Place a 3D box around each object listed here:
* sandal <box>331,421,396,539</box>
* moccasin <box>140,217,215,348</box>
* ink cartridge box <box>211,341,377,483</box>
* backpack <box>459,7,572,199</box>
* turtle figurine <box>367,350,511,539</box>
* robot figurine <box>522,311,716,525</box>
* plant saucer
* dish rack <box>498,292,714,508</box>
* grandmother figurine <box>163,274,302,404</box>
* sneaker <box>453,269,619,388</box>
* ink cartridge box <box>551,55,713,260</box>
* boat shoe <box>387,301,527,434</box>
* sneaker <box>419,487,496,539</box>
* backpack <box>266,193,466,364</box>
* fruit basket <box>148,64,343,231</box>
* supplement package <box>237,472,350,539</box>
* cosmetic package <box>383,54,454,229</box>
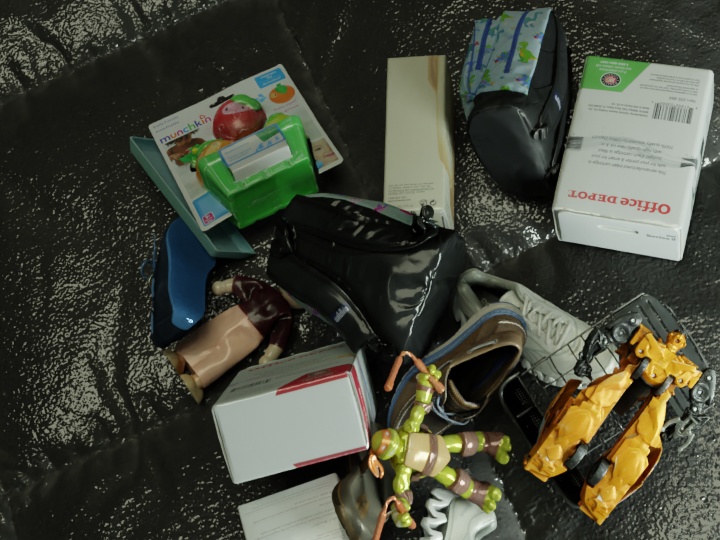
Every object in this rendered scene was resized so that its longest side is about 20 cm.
[{"bbox_3d":[0.017,0.210,1.580,0.054,0.200,0.082,-29,97,17],"label":"sandal"},{"bbox_3d":[-0.214,0.010,1.748,0.068,0.080,0.201,-47,18,25],"label":"moccasin"},{"bbox_3d":[-0.062,0.142,1.607,0.144,0.200,0.084,-15,95,5],"label":"ink cartridge box"},{"bbox_3d":[0.179,-0.206,1.753,0.152,0.164,0.201,8,59,32],"label":"backpack"},{"bbox_3d":[0.067,0.193,1.545,0.160,0.064,0.202,19,71,-28],"label":"turtle figurine"},{"bbox_3d":[0.256,0.140,1.534,0.144,0.058,0.201,37,95,-1],"label":"robot figurine"},{"bbox_3d":[-0.202,-0.084,1.828,0.200,0.070,0.019,50,116,27],"label":"plant saucer"},{"bbox_3d":[0.258,0.127,1.588,0.199,0.055,0.154,-34,92,6],"label":"dish rack"},{"bbox_3d":[-0.125,0.057,1.748,0.199,0.061,0.122,-34,79,-8],"label":"grandmother figurine"},{"bbox_3d":[0.184,0.061,1.655,0.199,0.081,0.076,26,71,21],"label":"sneaker"},{"bbox_3d":[0.303,-0.125,1.721,0.144,0.084,0.202,10,67,16],"label":"ink cartridge box"},{"bbox_3d":[0.096,0.119,1.611,0.201,0.072,0.073,-52,19,23],"label":"boat shoe"},{"bbox_3d":[0.087,0.321,1.568,0.080,0.075,0.202,12,68,8],"label":"sneaker"},{"bbox_3d":[0.000,0.000,1.648,0.198,0.126,0.168,22,85,26],"label":"backpack"},{"bbox_3d":[-0.139,-0.153,1.826,0.184,0.094,0.201,-25,55,-7],"label":"fruit basket"},{"bbox_3d":[-0.038,0.328,1.564,0.108,0.114,0.202,-19,63,2],"label":"supplement package"},{"bbox_3d":[0.069,-0.133,1.767,0.070,0.105,0.202,-2,66,9],"label":"cosmetic package"}]
